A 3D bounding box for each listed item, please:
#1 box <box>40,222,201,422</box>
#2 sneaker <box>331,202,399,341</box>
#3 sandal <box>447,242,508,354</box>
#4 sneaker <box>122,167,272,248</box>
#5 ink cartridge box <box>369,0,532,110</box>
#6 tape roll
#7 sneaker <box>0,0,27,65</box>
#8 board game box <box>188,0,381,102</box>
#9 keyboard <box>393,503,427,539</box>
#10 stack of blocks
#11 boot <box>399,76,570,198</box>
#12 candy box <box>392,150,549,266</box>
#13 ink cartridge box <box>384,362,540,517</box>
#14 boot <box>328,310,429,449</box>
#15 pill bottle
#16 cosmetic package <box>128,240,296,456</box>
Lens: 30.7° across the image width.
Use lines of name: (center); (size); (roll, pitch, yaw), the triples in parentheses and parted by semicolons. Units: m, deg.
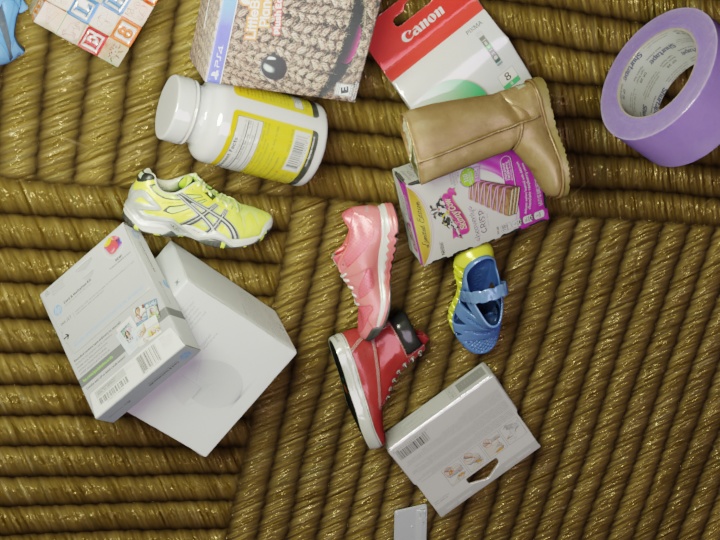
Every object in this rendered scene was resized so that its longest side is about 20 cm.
box: (-0.307, 0.065, 1.659); (0.156, 0.201, 0.041); (-39, 153, 13)
sneaker: (0.000, 0.000, 1.835); (0.086, 0.074, 0.202); (3, 107, -9)
sandal: (0.175, 0.056, 1.903); (0.079, 0.087, 0.201); (-21, 137, -11)
sneaker: (-0.204, -0.081, 1.703); (0.199, 0.075, 0.077); (6, 115, -25)
ink cartridge box: (0.115, -0.281, 1.733); (0.161, 0.050, 0.200); (-38, 126, 2)
tape roll: (0.427, -0.248, 1.778); (0.085, 0.200, 0.201); (28, 105, -31)
sneaker: (-0.427, -0.331, 1.494); (0.078, 0.066, 0.201); (-18, 123, -25)
board game box: (-0.092, -0.308, 1.609); (0.199, 0.097, 0.160); (4, 115, -23)
keyboard: (0.080, 0.468, 2.147); (0.056, 0.011, 0.201); (-6, 119, -12)
stack of blocks: (-0.287, -0.356, 1.532); (0.115, 0.059, 0.201); (27, 105, -30)
boot: (0.166, -0.154, 1.747); (0.199, 0.066, 0.176); (-19, 98, -11)
candy box: (0.156, -0.106, 1.834); (0.199, 0.061, 0.137); (-21, 122, -9)
ink cartridge box: (0.157, 0.265, 2.044); (0.199, 0.045, 0.177); (-35, 123, 1)
boot: (0.045, 0.161, 1.933); (0.143, 0.072, 0.201); (-20, 119, -11)
pill bottle: (-0.150, -0.181, 1.647); (0.199, 0.111, 0.112); (14, 112, -26)
cosmetic package: (-0.233, 0.106, 1.763); (0.200, 0.123, 0.200); (36, 100, -33)
